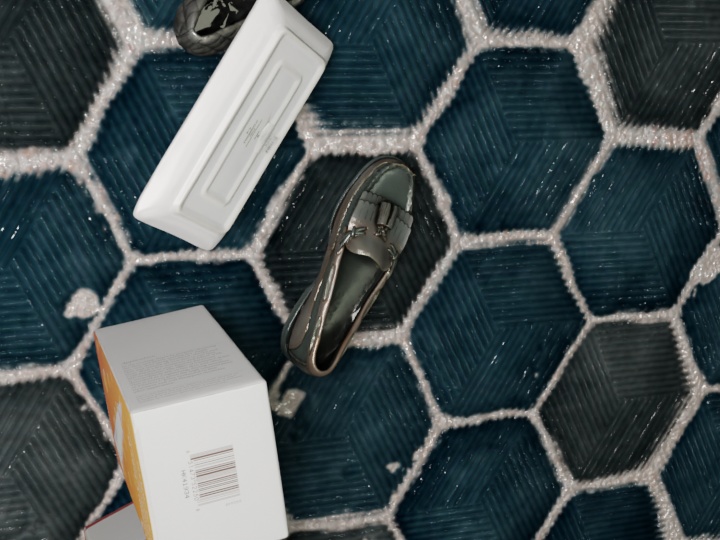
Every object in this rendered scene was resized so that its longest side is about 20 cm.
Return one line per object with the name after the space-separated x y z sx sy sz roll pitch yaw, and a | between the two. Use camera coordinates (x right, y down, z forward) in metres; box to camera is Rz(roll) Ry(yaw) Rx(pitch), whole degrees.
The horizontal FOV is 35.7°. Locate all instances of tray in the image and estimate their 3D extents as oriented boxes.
-0.091 -0.110 0.879 0.200 0.022 0.107 -59 151 2 | tray

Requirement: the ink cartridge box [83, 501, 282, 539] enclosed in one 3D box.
-0.127 0.282 0.964 0.144 0.084 0.200 -27 110 -13 | ink cartridge box

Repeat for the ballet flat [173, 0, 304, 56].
-0.059 -0.232 0.873 0.200 0.057 0.067 -41 114 -7 | ballet flat

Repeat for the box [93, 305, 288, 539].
-0.135 0.119 0.856 0.097 0.200 0.125 -12 107 -17 | box

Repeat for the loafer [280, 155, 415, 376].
0.000 0.000 0.951 0.072 0.063 0.200 24 94 -24 | loafer
